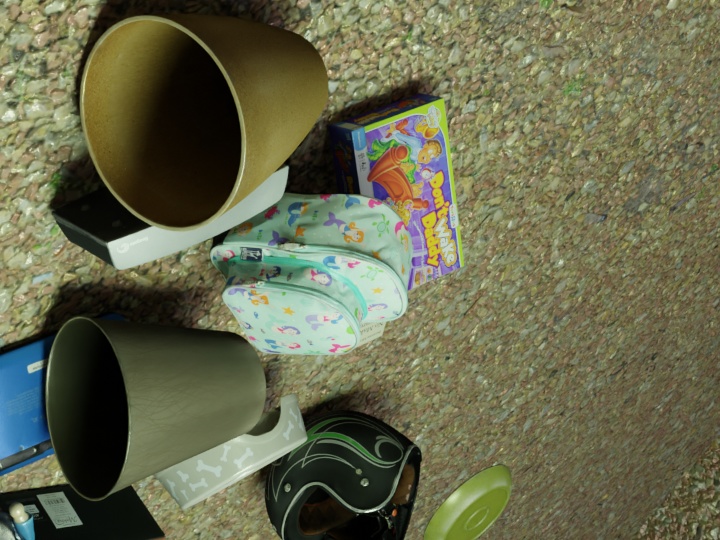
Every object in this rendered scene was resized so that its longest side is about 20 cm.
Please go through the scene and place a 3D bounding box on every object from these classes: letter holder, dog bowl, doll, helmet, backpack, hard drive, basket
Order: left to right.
[{"bbox_3d":[-0.405,0.276,1.545,0.136,0.049,0.199,-37,124,27],"label":"doll"},{"bbox_3d":[-0.353,0.335,1.729,0.199,0.101,0.143,0,131,-51],"label":"letter holder"},{"bbox_3d":[-0.205,0.127,1.530,0.199,0.135,0.183,-7,94,-48],"label":"basket"},{"bbox_3d":[-0.177,-0.063,1.405,0.198,0.134,0.043,-26,119,-29],"label":"hard drive"},{"bbox_3d":[-0.152,0.222,1.795,0.198,0.059,0.200,-29,173,-4],"label":"dog bowl"},{"bbox_3d":[-0.046,-0.001,1.547,0.197,0.152,0.178,-4,149,13],"label":"backpack"},{"bbox_3d":[-0.029,0.285,1.977,0.200,0.188,0.203,12,90,-74],"label":"helmet"}]

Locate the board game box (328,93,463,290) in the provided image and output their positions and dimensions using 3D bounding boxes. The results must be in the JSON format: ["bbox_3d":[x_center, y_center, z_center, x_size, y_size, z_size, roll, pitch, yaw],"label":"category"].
[{"bbox_3d":[0.042,-0.081,1.656,0.133,0.045,0.203,-23,115,-32],"label":"board game box"}]

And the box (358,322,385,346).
[{"bbox_3d":[0.000,0.000,1.773,0.082,0.068,0.202,-22,143,-33],"label":"box"}]

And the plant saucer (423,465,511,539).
[{"bbox_3d":[0.196,0.425,2.596,0.199,0.031,0.201,-31,149,-22],"label":"plant saucer"}]

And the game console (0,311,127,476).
[{"bbox_3d":[-0.346,0.142,1.574,0.198,0.118,0.173,-21,113,-35],"label":"game console"}]

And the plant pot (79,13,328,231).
[{"bbox_3d":[-0.121,-0.155,1.347,0.199,0.186,0.188,-31,152,-52],"label":"plant pot"}]
